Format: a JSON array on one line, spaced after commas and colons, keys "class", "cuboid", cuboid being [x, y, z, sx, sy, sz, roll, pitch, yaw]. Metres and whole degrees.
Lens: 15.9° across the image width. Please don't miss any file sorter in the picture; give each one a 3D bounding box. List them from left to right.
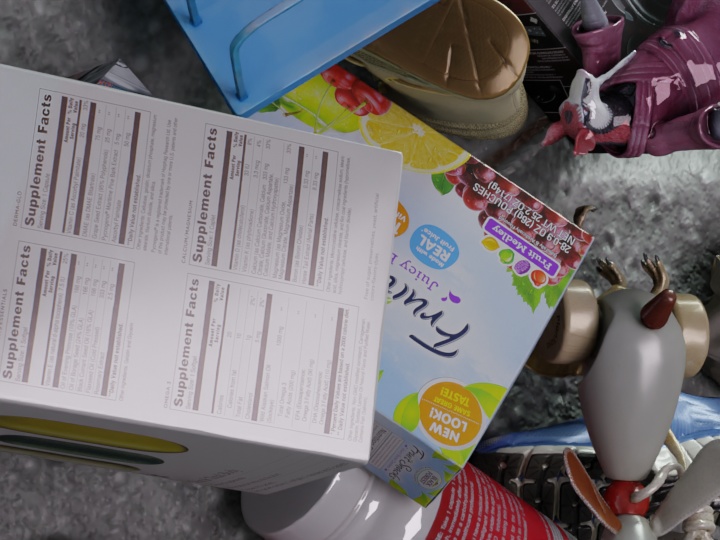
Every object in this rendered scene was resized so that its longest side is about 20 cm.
[{"class": "file sorter", "cuboid": [-0.056, -0.206, 1.291, 0.138, 0.123, 0.201, -31, 81, -6]}]

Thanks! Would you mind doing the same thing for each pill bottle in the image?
[{"class": "pill bottle", "cuboid": [0.031, 0.155, 1.450, 0.200, 0.112, 0.113, 37, 71, -32]}]

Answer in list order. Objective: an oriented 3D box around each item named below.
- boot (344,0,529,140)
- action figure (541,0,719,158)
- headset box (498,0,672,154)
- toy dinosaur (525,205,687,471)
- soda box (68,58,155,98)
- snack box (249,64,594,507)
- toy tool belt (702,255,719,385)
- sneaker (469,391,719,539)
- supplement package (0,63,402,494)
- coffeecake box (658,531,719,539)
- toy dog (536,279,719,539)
[{"class": "boot", "cuboid": [0.006, -0.142, 1.424, 0.199, 0.155, 0.073, 28, 86, 9]}, {"class": "action figure", "cuboid": [0.181, -0.118, 1.489, 0.199, 0.134, 0.149, -33, 155, -17]}, {"class": "headset box", "cuboid": [0.132, -0.189, 1.534, 0.200, 0.077, 0.149, 46, 66, -30]}, {"class": "toy dinosaur", "cuboid": [0.135, 0.030, 1.548, 0.200, 0.058, 0.101, 45, 64, -1]}, {"class": "soda box", "cuboid": [-0.176, -0.015, 1.313, 0.064, 0.068, 0.200, 47, 65, -18]}, {"class": "snack box", "cuboid": [0.000, 0.000, 1.382, 0.199, 0.068, 0.169, 34, 59, 0]}, {"class": "toy tool belt", "cuboid": [0.313, 0.025, 1.614, 0.125, 0.199, 0.124, 56, 50, -64]}, {"class": "sneaker", "cuboid": [0.156, 0.112, 1.570, 0.198, 0.089, 0.079, -1, 126, -21]}, {"class": "supplement package", "cuboid": [-0.105, 0.011, 1.212, 0.198, 0.152, 0.152, 11, 76, -19]}, {"class": "coffeecake box", "cuboid": [0.172, 0.256, 1.532, 0.200, 0.153, 0.073, -51, 119, -23]}, {"class": "toy dog", "cuboid": [0.163, 0.088, 1.455, 0.131, 0.096, 0.201, -19, 81, -20]}]
